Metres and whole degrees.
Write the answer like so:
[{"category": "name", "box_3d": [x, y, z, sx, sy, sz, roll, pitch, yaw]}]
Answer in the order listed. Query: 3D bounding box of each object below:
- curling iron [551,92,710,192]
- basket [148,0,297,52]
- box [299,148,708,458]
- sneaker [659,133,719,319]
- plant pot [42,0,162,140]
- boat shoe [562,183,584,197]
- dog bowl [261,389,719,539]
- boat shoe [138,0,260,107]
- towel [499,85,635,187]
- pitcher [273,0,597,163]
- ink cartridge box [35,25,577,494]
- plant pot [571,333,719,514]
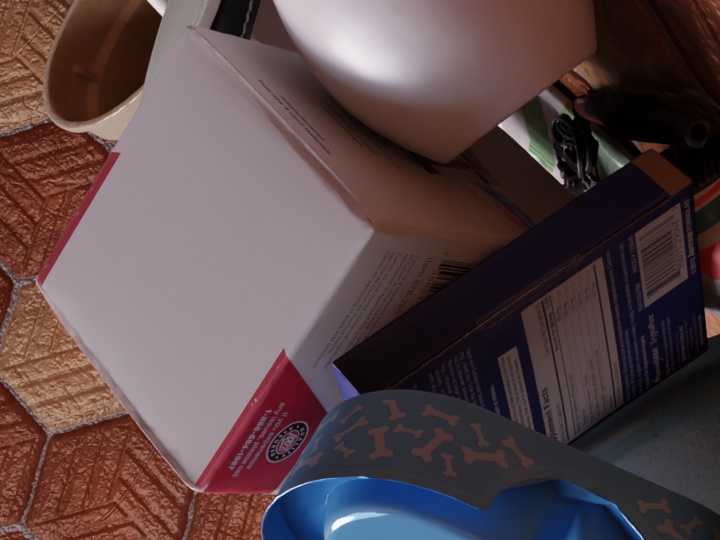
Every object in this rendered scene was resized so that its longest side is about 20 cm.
[{"category": "curling iron", "box_3d": [0.131, -0.064, 0.991, 0.200, 0.025, 0.050, -175, 78, -78]}, {"category": "basket", "box_3d": [-0.040, -0.159, 1.051, 0.200, 0.136, 0.123, 46, 178, 0]}, {"category": "box", "box_3d": [0.059, 0.045, 0.874, 0.032, 0.200, 0.121, 45, 162, 36]}, {"category": "sneaker", "box_3d": [0.161, -0.006, 0.981, 0.093, 0.070, 0.200, 51, 173, -2]}, {"category": "plant pot", "box_3d": [-0.108, -0.149, 1.577, 0.183, 0.201, 0.200, 34, -177, -34]}, {"category": "boat shoe", "box_3d": [0.134, 0.052, 1.152, 0.075, 0.066, 0.200, 177, 68, -87]}, {"category": "dog bowl", "box_3d": [0.062, 0.108, 0.783, 0.200, 0.050, 0.112, 23, 143, -10]}, {"category": "boat shoe", "box_3d": [-0.075, -0.070, 0.972, 0.060, 0.200, 0.076, 15, -146, -16]}, {"category": "towel", "box_3d": [0.088, -0.093, 1.184, 0.200, 0.023, 0.153, 44, 175, 21]}, {"category": "pitcher", "box_3d": [0.004, -0.145, 0.878, 0.200, 0.121, 0.172, 53, 171, 0]}, {"category": "ink cartridge box", "box_3d": [-0.006, 0.002, 0.923, 0.200, 0.145, 0.145, 9, -149, -50]}, {"category": "plant pot", "box_3d": [0.185, 0.128, 0.974, 0.196, 0.200, 0.196, 51, -164, 3]}]
